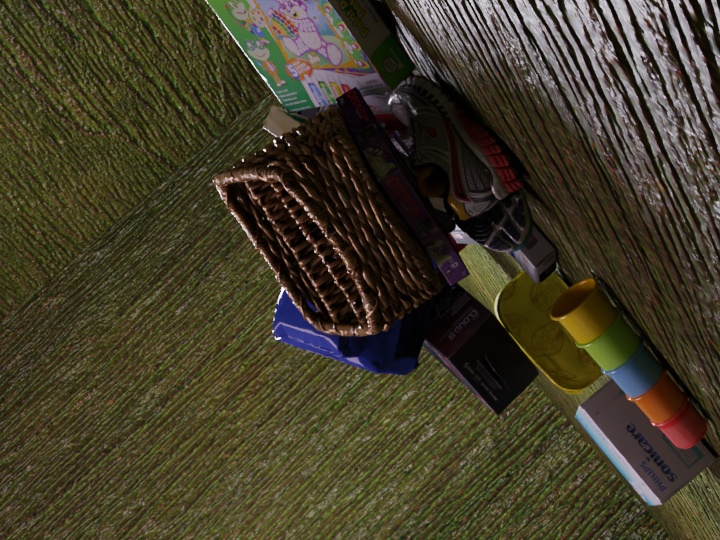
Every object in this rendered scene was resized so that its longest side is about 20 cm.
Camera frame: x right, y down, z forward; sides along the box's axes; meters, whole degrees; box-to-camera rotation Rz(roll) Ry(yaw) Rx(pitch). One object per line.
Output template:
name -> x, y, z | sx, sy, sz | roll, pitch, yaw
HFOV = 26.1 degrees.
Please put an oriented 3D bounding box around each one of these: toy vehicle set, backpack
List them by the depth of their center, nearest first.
toy vehicle set -> 0.005, -0.118, 1.666 | 0.199, 0.027, 0.124 | 16, -165, -43
backpack -> 0.000, 0.000, 1.701 | 0.162, 0.201, 0.168 | 17, -178, 23

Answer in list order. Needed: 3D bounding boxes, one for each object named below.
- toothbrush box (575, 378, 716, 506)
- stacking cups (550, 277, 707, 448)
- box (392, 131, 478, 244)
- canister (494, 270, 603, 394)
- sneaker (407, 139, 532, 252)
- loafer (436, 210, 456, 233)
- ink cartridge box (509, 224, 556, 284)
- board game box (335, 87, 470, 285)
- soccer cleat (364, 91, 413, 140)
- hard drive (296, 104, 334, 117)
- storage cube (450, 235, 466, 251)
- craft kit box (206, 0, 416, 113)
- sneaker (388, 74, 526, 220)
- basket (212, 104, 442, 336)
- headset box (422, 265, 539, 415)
toothbrush box -> 0.331, 0.196, 1.834 | 0.147, 0.085, 0.200 | 51, 180, 12
stacking cups -> 0.271, 0.099, 1.563 | 0.200, 0.060, 0.061 | 50, 180, -17
box -> 0.090, -0.121, 1.945 | 0.199, 0.050, 0.200 | 50, 179, -3
canister -> 0.225, 0.068, 1.860 | 0.149, 0.086, 0.200 | 49, -179, 2
sneaker -> 0.124, -0.085, 1.564 | 0.079, 0.078, 0.200 | 26, -160, -38
loafer -> 0.038, -0.094, 1.904 | 0.073, 0.071, 0.200 | 52, 177, -42
ink cartridge box -> 0.140, -0.075, 1.711 | 0.200, 0.037, 0.095 | 48, 178, 13
board game box -> 0.043, -0.080, 1.531 | 0.200, 0.032, 0.121 | 52, -166, -52
soccer cleat -> 0.019, -0.193, 1.756 | 0.068, 0.086, 0.200 | 6, -177, -15
hard drive -> -0.044, -0.164, 1.872 | 0.038, 0.141, 0.200 | 17, 173, 14
storage cube -> 0.052, -0.060, 2.335 | 0.200, 0.180, 0.171 | 49, 179, 6
craft kit box -> -0.065, -0.252, 1.522 | 0.198, 0.049, 0.200 | 55, 153, -18
sneaker -> 0.074, -0.121, 1.501 | 0.078, 0.082, 0.200 | 50, 180, -41
basket -> -0.032, -0.030, 1.487 | 0.201, 0.148, 0.143 | 58, -174, -20
headset box -> 0.110, 0.069, 1.812 | 0.200, 0.077, 0.149 | 44, 177, 42
